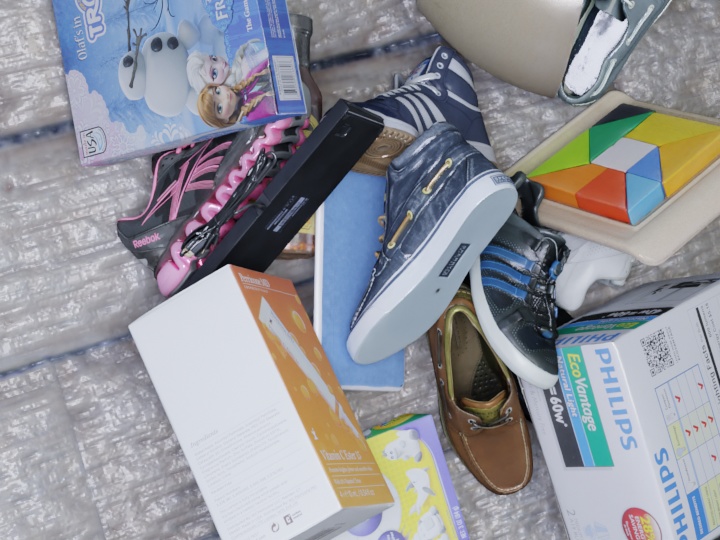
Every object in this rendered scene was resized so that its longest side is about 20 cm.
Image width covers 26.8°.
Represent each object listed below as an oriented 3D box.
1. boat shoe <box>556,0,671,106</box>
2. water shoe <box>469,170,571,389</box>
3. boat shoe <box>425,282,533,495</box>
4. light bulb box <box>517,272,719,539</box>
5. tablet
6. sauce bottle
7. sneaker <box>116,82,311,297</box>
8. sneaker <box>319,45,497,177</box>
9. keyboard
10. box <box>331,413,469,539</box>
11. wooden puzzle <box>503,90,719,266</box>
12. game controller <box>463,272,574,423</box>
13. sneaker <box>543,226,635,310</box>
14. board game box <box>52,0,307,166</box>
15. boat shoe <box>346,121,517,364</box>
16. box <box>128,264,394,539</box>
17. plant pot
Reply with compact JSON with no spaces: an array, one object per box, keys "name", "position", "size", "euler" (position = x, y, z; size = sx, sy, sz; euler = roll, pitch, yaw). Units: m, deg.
[{"name":"boat shoe","position":[0.231,-0.234,1.343],"size":[0.073,0.062,0.201],"euler":[30,110,5]},{"name":"water shoe","position":[0.136,0.001,1.253],"size":[0.071,0.079,0.201],"euler":[25,39,-43]},{"name":"boat shoe","position":[0.099,0.111,1.284],"size":[0.072,0.068,0.201],"euler":[-23,106,-1]},{"name":"light bulb box","position":[0.261,0.125,1.317],"size":[0.199,0.124,0.199],"euler":[-22,97,-39]},{"name":"tablet","position":[0.000,0.000,1.268],"size":[0.130,0.014,0.201],"euler":[8,82,-54]},{"name":"sauce bottle","position":[-0.064,-0.111,1.251],"size":[0.066,0.066,0.201],"euler":[2,84,-24]},{"name":"sneaker","position":[-0.120,-0.080,1.192],"size":[0.095,0.079,0.200],"euler":[39,95,17]},{"name":"sneaker","position":[0.033,-0.138,1.265],"size":[0.199,0.070,0.109],"euler":[10,64,-47]},{"name":"keyboard","position":[-0.071,-0.051,1.148],"size":[0.021,0.127,0.200],"euler":[46,105,22]},{"name":"box","position":[-0.017,0.204,1.255],"size":[0.199,0.048,0.118],"euler":[-19,93,-23]},{"name":"wooden puzzle","position":[0.237,-0.092,1.321],"size":[0.185,0.200,0.037],"euler":[-37,128,-22]},{"name":"game controller","position":[0.129,0.047,1.344],"size":[0.200,0.042,0.105],"euler":[43,56,-16]},{"name":"sneaker","position":[0.226,-0.038,1.380],"size":[0.200,0.078,0.100],"euler":[-38,117,-22]},{"name":"board game box","position":[-0.148,-0.196,1.152],"size":[0.043,0.198,0.201],"euler":[-10,89,-56]},{"name":"boat shoe","position":[0.040,-0.021,1.222],"size":[0.071,0.091,0.201],"euler":[10,124,-51]},{"name":"box","position":[-0.073,0.110,1.147],"size":[0.097,0.124,0.201],"euler":[-30,75,15]},{"name":"plant pot","position":[0.121,-0.259,1.293],"size":[0.134,0.200,0.202],"euler":[11,80,0]}]
